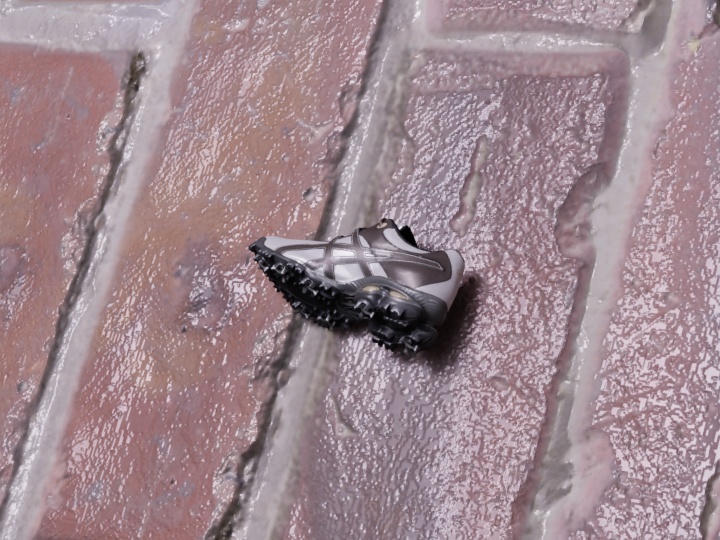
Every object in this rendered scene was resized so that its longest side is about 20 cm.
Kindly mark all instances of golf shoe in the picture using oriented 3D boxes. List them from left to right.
[{"bbox_3d":[0.000,0.000,1.655,0.199,0.078,0.095,21,63,35],"label":"golf shoe"}]
